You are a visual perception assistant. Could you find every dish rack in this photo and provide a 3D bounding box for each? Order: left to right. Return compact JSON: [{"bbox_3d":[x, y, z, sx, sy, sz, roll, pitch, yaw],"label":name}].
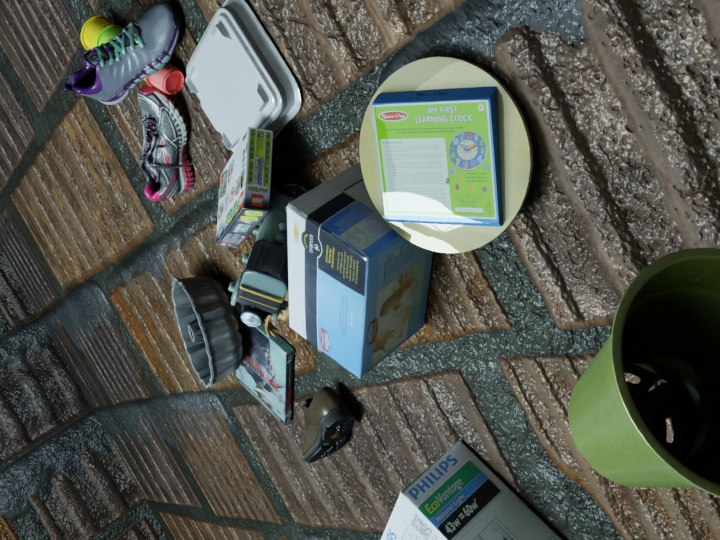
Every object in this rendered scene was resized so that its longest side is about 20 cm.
[{"bbox_3d":[-0.169,-0.248,1.099,0.173,0.043,0.200,57,148,0],"label":"dish rack"}]

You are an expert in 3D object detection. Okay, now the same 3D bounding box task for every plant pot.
[{"bbox_3d":[0.272,0.110,0.711,0.200,0.199,0.190,50,159,12],"label":"plant pot"}]

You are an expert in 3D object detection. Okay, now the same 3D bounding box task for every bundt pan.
[{"bbox_3d":[-0.267,0.100,1.451,0.202,0.075,0.204,45,145,45],"label":"bundt pan"}]

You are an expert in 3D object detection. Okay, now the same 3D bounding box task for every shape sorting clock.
[{"bbox_3d":[0.084,-0.117,0.844,0.198,0.039,0.202,15,117,31],"label":"shape sorting clock"}]

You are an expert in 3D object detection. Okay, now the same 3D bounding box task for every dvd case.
[{"bbox_3d":[-0.174,0.170,1.463,0.146,0.022,0.201,37,142,28],"label":"dvd case"}]

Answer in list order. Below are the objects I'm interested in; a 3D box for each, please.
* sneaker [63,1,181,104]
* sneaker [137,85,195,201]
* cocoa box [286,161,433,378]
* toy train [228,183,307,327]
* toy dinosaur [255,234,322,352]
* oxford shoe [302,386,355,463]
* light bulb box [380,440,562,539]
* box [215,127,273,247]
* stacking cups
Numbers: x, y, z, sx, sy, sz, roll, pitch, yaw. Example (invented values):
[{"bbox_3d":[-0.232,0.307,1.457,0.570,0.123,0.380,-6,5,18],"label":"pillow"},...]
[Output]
[{"bbox_3d":[-0.339,-0.308,1.170,0.199,0.087,0.075,-38,75,28],"label":"sneaker"},{"bbox_3d":[-0.317,-0.197,1.296,0.080,0.074,0.202,31,141,34],"label":"sneaker"},{"bbox_3d":[0.000,0.000,0.995,0.131,0.133,0.202,32,139,29],"label":"cocoa box"},{"bbox_3d":[-0.112,-0.023,1.088,0.084,0.201,0.114,21,141,-6],"label":"toy train"},{"bbox_3d":[-0.115,0.043,1.269,0.106,0.060,0.201,-40,88,32],"label":"toy dinosaur"},{"bbox_3d":[-0.062,0.254,1.357,0.085,0.072,0.201,59,147,27],"label":"oxford shoe"},{"bbox_3d":[0.145,0.382,1.125,0.200,0.124,0.199,43,145,23],"label":"light bulb box"},{"bbox_3d":[-0.163,-0.109,1.131,0.200,0.034,0.112,150,123,-67],"label":"box"},{"bbox_3d":[-0.350,-0.327,1.253,0.199,0.060,0.061,36,141,30],"label":"stacking cups"}]
